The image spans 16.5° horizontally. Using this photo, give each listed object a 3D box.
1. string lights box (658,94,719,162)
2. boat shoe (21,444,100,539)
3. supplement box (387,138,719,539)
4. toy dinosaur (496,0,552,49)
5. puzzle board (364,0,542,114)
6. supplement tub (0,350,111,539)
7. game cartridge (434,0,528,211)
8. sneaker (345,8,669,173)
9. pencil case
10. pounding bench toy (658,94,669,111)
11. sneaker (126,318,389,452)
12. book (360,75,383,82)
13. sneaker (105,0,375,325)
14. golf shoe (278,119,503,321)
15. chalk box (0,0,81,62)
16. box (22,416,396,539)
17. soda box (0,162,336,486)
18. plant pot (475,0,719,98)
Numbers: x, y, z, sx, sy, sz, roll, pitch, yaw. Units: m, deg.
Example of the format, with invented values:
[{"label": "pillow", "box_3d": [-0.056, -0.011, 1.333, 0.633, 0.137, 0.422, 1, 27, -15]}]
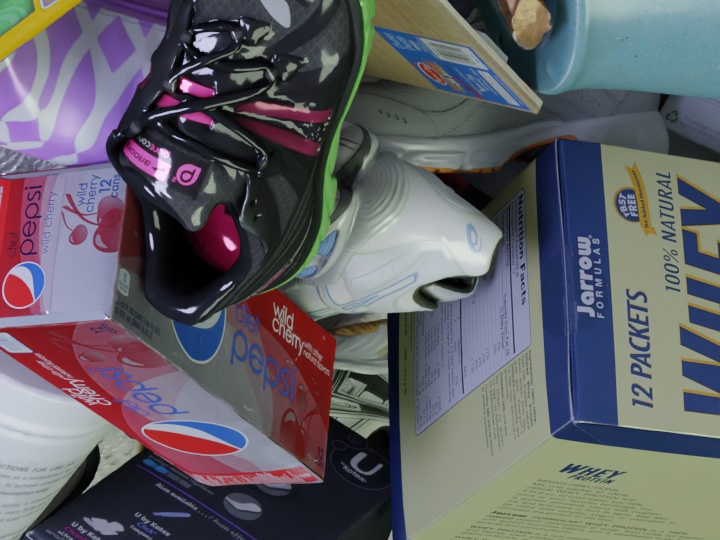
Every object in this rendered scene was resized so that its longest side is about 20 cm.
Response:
[{"label": "string lights box", "box_3d": [0.239, -0.125, 1.209, 0.200, 0.103, 0.059, -58, 155, -8]}, {"label": "boat shoe", "box_3d": [-0.195, 0.118, 1.238, 0.200, 0.072, 0.068, -34, 162, 34]}, {"label": "supplement box", "box_3d": [0.140, 0.050, 1.163, 0.200, 0.134, 0.200, 7, 156, -20]}, {"label": "toy dinosaur", "box_3d": [0.009, -0.171, 0.971, 0.060, 0.200, 0.106, -49, -168, 18]}, {"label": "puzzle board", "box_3d": [-0.024, -0.115, 0.987, 0.200, 0.151, 0.017, 34, 73, -63]}, {"label": "supplement tub", "box_3d": [-0.197, 0.073, 1.103, 0.132, 0.132, 0.200, 0, 139, -49]}, {"label": "game cartridge", "box_3d": [0.059, -0.051, 1.256, 0.130, 0.038, 0.200, -59, 152, 2]}, {"label": "sneaker", "box_3d": [0.055, -0.092, 1.136, 0.200, 0.076, 0.092, -5, 98, -35]}, {"label": "pencil case", "box_3d": [-0.094, -0.079, 0.965, 0.200, 0.084, 0.085, 12, 140, -37]}, {"label": "pounding bench toy", "box_3d": [0.255, -0.061, 1.310, 0.124, 0.200, 0.156, -10, 146, -39]}, {"label": "sneaker", "box_3d": [-0.041, 0.079, 1.320, 0.200, 0.088, 0.076, -8, 176, -40]}, {"label": "book", "box_3d": [-0.082, -0.021, 1.173, 0.133, 0.048, 0.200, -14, 149, -41]}, {"label": "sneaker", "box_3d": [-0.046, -0.059, 0.888, 0.084, 0.077, 0.200, -44, 147, -42]}, {"label": "golf shoe", "box_3d": [0.000, 0.000, 1.102, 0.200, 0.097, 0.078, 145, -34, -74]}, {"label": "chalk box", "box_3d": [-0.149, -0.143, 0.792, 0.200, 0.124, 0.125, -36, 155, 6]}, {"label": "box", "box_3d": [-0.076, 0.154, 1.189, 0.200, 0.106, 0.122, -36, 152, -54]}, {"label": "soda box", "box_3d": [-0.079, 0.026, 1.016, 0.063, 0.070, 0.200, -5, 156, 22]}, {"label": "plant pot", "box_3d": [0.146, -0.160, 1.044, 0.188, 0.200, 0.200, -14, 150, -14]}]
